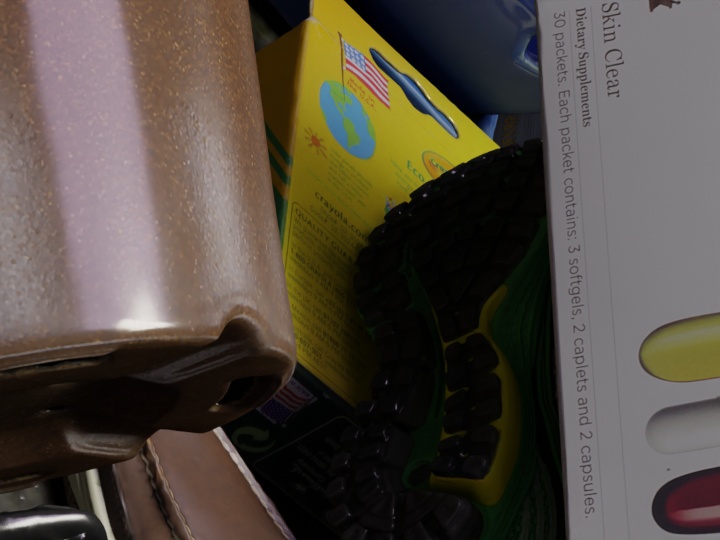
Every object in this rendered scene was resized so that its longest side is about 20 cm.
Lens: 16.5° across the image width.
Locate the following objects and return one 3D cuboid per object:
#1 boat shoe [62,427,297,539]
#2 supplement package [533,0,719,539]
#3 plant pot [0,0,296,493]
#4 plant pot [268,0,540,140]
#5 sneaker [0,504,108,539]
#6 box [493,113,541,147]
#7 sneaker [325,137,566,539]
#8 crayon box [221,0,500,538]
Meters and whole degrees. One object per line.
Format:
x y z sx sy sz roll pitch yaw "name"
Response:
-0.015 0.113 0.739 0.075 0.075 0.203 -18 79 -61 "boat shoe"
0.128 0.027 0.776 0.156 0.111 0.200 59 25 -56 "supplement package"
-0.110 -0.051 0.643 0.200 0.200 0.199 8 66 -55 "plant pot"
0.051 -0.171 0.998 0.200 0.180 0.200 47 32 -22 "plant pot"
-0.077 0.107 0.612 0.200 0.087 0.074 42 26 -57 "sneaker"
0.127 0.014 1.083 0.200 0.048 0.159 44 32 -27 "box"
0.043 0.036 0.815 0.085 0.078 0.200 49 39 -33 "sneaker"
0.000 0.000 0.893 0.127 0.051 0.200 42 34 -29 "crayon box"
